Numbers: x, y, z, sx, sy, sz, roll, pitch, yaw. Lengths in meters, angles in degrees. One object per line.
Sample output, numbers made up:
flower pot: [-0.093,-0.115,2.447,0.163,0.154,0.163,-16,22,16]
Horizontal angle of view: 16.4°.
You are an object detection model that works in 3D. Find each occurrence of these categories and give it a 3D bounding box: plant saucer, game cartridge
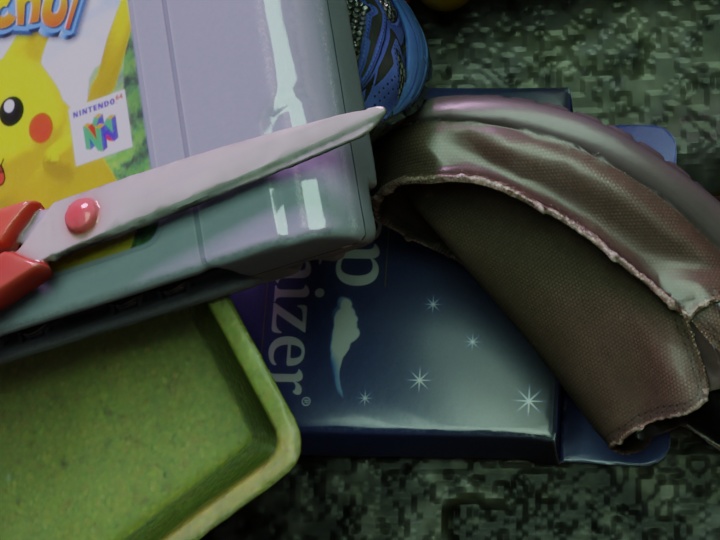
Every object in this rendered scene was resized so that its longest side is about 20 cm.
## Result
plant saucer: [-0.122,0.031,0.768,0.200,0.048,0.200,-38,66,19]
game cartridge: [-0.094,-0.045,0.719,0.200,0.040,0.133,-17,70,26]

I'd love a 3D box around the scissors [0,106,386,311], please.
scissors: [-0.086,-0.016,0.680,0.200,0.014,0.073,-33,56,16]

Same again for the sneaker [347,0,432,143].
sneaker: [-0.040,-0.106,0.755,0.075,0.078,0.200,-30,51,5]

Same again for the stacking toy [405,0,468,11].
stacking toy: [0.037,-0.118,0.822,0.200,0.085,0.085,-20,67,5]

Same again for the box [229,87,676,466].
box: [0.000,0.000,0.801,0.200,0.032,0.121,1,68,8]

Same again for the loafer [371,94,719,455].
loafer: [0.086,0.016,0.735,0.200,0.073,0.071,28,69,1]
